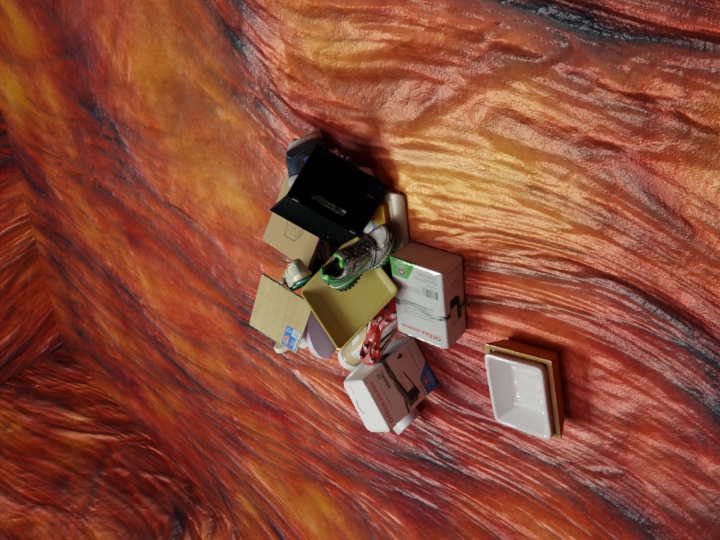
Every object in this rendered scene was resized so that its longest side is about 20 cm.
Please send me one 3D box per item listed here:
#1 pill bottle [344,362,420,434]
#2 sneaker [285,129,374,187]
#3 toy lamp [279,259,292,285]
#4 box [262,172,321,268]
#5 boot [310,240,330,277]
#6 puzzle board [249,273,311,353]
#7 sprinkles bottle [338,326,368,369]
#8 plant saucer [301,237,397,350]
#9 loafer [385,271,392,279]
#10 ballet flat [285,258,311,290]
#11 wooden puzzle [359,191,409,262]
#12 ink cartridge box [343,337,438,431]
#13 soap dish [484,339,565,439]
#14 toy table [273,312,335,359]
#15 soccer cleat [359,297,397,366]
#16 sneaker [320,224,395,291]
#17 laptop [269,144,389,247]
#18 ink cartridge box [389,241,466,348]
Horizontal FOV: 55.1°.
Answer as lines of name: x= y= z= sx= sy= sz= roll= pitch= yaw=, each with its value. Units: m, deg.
pill bottle: x=0.062 y=0.330 z=1.818 sx=0.200 sy=0.111 sz=0.111 roll=46 pitch=142 yaw=12
sneaker: x=-0.071 y=-0.259 z=1.552 sx=0.198 sy=0.148 sz=0.081 roll=-5 pitch=160 yaw=8
toy lamp: x=-0.199 y=0.024 z=1.817 sx=0.058 sy=0.201 sz=0.058 roll=32 pitch=-179 yaw=-1
box: x=-0.149 y=-0.131 z=1.698 sx=0.163 sy=0.021 sz=0.201 roll=30 pitch=106 yaw=28
boot: x=-0.122 y=0.005 z=1.793 sx=0.072 sy=0.090 sz=0.201 roll=18 pitch=129 yaw=38
puzzle board: x=-0.203 y=0.110 z=1.759 sx=0.150 sy=0.017 sz=0.201 roll=30 pitch=135 yaw=9
sprinkles bottle: x=0.006 y=0.193 z=1.812 sx=0.068 sy=0.068 sz=0.200 roll=49 pitch=142 yaw=8
plant saucer: x=-0.019 y=0.052 z=1.594 sx=0.200 sy=0.048 sz=0.200 roll=-47 pitch=55 yaw=15
loafer: x=0.000 y=0.000 z=1.674 sx=0.198 sy=0.073 sz=0.073 roll=7 pitch=161 yaw=25
ballet flat: x=-0.153 y=0.006 z=1.679 sx=0.063 sy=0.067 sz=0.200 roll=61 pitch=165 yaw=2
wooden puzzle: x=0.024 y=-0.109 z=1.592 sx=0.199 sy=0.037 sz=0.186 roll=19 pitch=130 yaw=38
ink cartridge box: x=0.076 y=0.278 z=1.689 sx=0.084 sy=0.200 sz=0.145 roll=-18 pitch=104 yaw=52
soap dish: x=0.352 y=0.246 z=1.461 sx=0.157 sy=0.081 sz=0.201 roll=11 pitch=125 yaw=43
toy table: x=-0.147 y=0.151 z=1.878 sx=0.116 sy=0.184 sz=0.201 roll=5 pitch=127 yaw=28
soccer cleat: x=0.052 y=0.132 z=1.640 sx=0.068 sy=0.085 sz=0.201 roll=22 pitch=101 yaw=12
sneaker: x=-0.004 y=-0.029 z=1.527 sx=0.200 sy=0.085 sz=0.078 roll=-43 pitch=57 yaw=16
laptop: x=-0.073 y=-0.158 z=1.531 sx=0.186 sy=0.116 sz=0.201 roll=28 pitch=104 yaw=-18
ink cartridge box: x=0.152 y=0.055 z=1.535 sx=0.146 sy=0.083 sz=0.201 roll=20 pitch=130 yaw=38
